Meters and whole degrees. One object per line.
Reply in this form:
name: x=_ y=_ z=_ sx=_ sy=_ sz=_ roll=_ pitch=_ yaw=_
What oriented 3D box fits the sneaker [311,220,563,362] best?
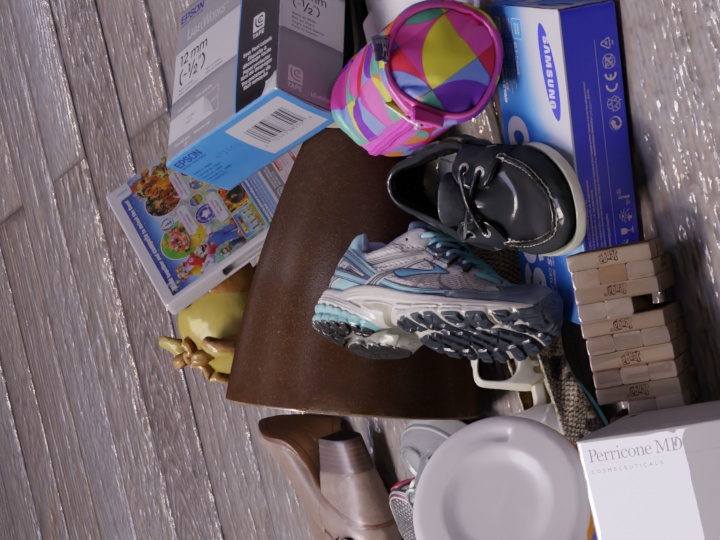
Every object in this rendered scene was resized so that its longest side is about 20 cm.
sneaker: x=0.051 y=0.007 z=1.443 sx=0.199 sy=0.077 sz=0.087 roll=1 pitch=67 yaw=43

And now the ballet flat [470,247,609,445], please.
ballet flat: x=0.113 y=0.073 z=1.472 sx=0.201 sy=0.075 sz=0.068 roll=71 pitch=156 yaw=16

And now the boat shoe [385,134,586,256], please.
boat shoe: x=0.074 y=-0.048 z=1.399 sx=0.199 sy=0.066 sz=0.075 roll=-147 pitch=49 yaw=-61

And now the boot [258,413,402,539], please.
boot: x=-0.027 y=0.205 z=1.892 sx=0.200 sy=0.070 sz=0.147 roll=-169 pitch=66 yaw=-67

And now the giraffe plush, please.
giraffe plush: x=-0.081 y=0.026 z=1.798 sx=0.173 sy=0.161 sz=0.201 roll=116 pitch=137 yaw=-57

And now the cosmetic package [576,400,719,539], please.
cosmetic package: x=0.203 y=0.178 z=1.248 sx=0.107 sy=0.085 sz=0.201 roll=-13 pitch=91 yaw=31

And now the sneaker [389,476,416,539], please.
sneaker: x=0.064 y=0.254 z=1.680 sx=0.201 sy=0.074 sz=0.081 roll=70 pitch=157 yaw=15

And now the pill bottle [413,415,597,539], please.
pill bottle: x=0.117 y=0.168 z=1.365 sx=0.200 sy=0.112 sz=0.112 roll=41 pitch=-159 yaw=-60

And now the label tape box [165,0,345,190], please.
label tape box: x=-0.075 y=-0.180 z=1.629 sx=0.143 sy=0.066 sz=0.201 roll=-30 pitch=51 yaw=46

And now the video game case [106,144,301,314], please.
video game case: x=-0.097 y=-0.070 z=1.768 sx=0.143 sy=0.199 sz=0.018 roll=57 pitch=-177 yaw=41

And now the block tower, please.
block tower: x=0.176 y=0.083 z=1.327 sx=0.054 sy=0.057 sz=0.201 roll=-16 pitch=-84 yaw=-69

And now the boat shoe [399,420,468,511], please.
boat shoe: x=0.068 y=0.158 z=1.607 sx=0.070 sy=0.071 sz=0.201 roll=57 pitch=164 yaw=-21

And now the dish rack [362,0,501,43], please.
dish rack: x=0.037 y=-0.232 z=1.538 sx=0.200 sy=0.043 sz=0.173 roll=160 pitch=97 yaw=-67

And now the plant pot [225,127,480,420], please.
plant pot: x=0.000 y=0.000 z=1.603 sx=0.187 sy=0.186 sz=0.201 roll=-175 pitch=89 yaw=-67

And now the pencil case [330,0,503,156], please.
pencil case: x=0.034 y=-0.123 z=1.460 sx=0.200 sy=0.088 sz=0.089 roll=158 pitch=98 yaw=-81

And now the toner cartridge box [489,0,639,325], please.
toner cartridge box: x=0.130 y=-0.071 z=1.394 sx=0.095 sy=0.043 sz=0.201 roll=-162 pitch=61 yaw=-64

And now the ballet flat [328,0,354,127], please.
ballet flat: x=-0.029 y=-0.151 z=1.699 sx=0.069 sy=0.069 sz=0.201 roll=153 pitch=109 yaw=-67
